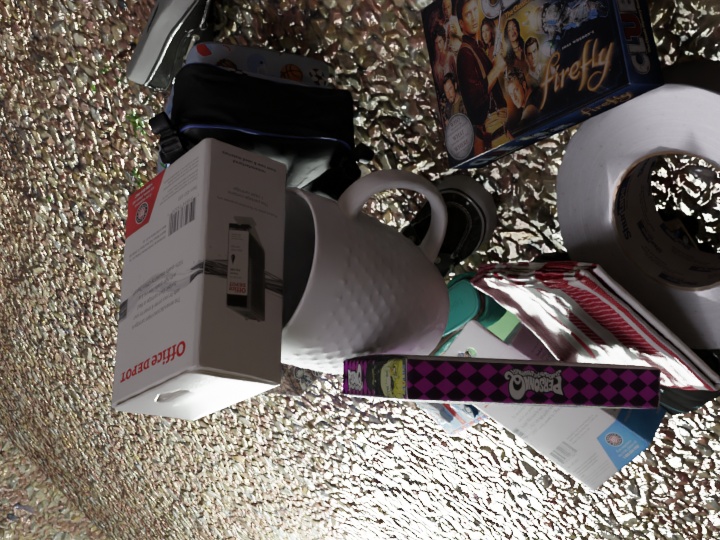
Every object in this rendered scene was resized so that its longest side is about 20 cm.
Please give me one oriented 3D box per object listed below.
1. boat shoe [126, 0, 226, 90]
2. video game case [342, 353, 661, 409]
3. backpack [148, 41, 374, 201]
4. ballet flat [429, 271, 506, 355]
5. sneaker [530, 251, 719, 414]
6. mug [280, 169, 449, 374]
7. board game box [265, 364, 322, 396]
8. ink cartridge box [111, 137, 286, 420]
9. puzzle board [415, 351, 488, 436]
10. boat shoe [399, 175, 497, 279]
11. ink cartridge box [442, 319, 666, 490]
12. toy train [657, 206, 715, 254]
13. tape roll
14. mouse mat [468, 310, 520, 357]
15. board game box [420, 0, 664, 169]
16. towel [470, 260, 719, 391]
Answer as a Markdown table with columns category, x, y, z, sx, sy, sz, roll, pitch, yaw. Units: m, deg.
| category | x | y | z | sx | sy | sz | roll | pitch | yaw |
| --- | --- | --- | --- | --- | --- | --- | --- | --- | --- |
| boat shoe | -0.166 | -0.247 | 1.076 | 0.064 | 0.071 | 0.200 | 20 | 145 | -21 |
| video game case | 0.103 | 0.088 | 0.871 | 0.181 | 0.200 | 0.036 | 163 | 110 | -74 |
| backpack | -0.110 | -0.116 | 1.052 | 0.200 | 0.154 | 0.191 | 10 | 146 | -16 |
| ballet flat | 0.081 | 0.056 | 1.116 | 0.200 | 0.070 | 0.067 | -34 | 68 | 47 |
| sneaker | 0.225 | 0.062 | 0.983 | 0.200 | 0.075 | 0.079 | 37 | 150 | 12 |
| mug | 0.000 | 0.000 | 0.978 | 0.175 | 0.200 | 0.148 | 19 | -159 | -35 |
| board game box | -0.140 | 0.046 | 1.358 | 0.159 | 0.097 | 0.200 | -3 | 125 | 50 |
| ink cartridge box | -0.135 | 0.013 | 0.928 | 0.083 | 0.200 | 0.147 | 16 | 153 | -35 |
| puzzle board | 0.068 | 0.103 | 1.264 | 0.200 | 0.017 | 0.151 | 45 | 149 | -1 |
| boat shoe | 0.069 | -0.020 | 1.075 | 0.071 | 0.064 | 0.200 | 42 | 148 | 4 |
| ink cartridge box | 0.182 | 0.111 | 1.069 | 0.200 | 0.067 | 0.116 | 36 | 143 | 5 |
| toy train | 0.292 | 0.034 | 0.900 | 0.034 | 0.046 | 0.200 | -14 | 116 | 54 |
| tape roll | 0.244 | -0.046 | 0.797 | 0.200 | 0.066 | 0.201 | 21 | 126 | 32 |
| mouse mat | 0.180 | 0.097 | 1.130 | 0.161 | 0.008 | 0.200 | -9 | 118 | 49 |
| board game box | 0.124 | -0.166 | 0.808 | 0.200 | 0.035 | 0.136 | -22 | 76 | 56 |
| towel | 0.179 | 0.045 | 0.873 | 0.144 | 0.023 | 0.200 | 40 | 169 | -13 |
